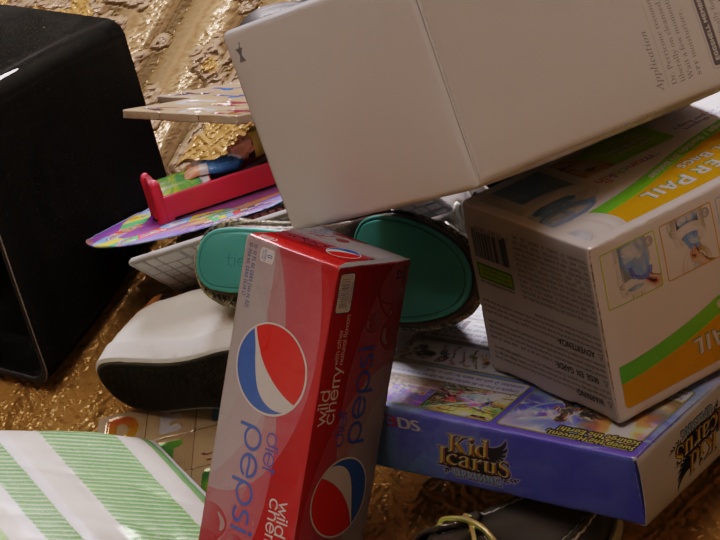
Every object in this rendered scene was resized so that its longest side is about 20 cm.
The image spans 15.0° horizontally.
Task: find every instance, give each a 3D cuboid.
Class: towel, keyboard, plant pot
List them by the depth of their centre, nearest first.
[{"bbox_3d":[-0.176,0.130,1.528,0.199,0.023,0.153,1,24,-33],"label":"towel"},{"bbox_3d":[-0.043,-0.021,1.619,0.199,0.056,0.011,-17,66,31],"label":"keyboard"},{"bbox_3d":[-0.242,-0.070,1.788,0.199,0.200,0.177,10,37,38],"label":"plant pot"}]

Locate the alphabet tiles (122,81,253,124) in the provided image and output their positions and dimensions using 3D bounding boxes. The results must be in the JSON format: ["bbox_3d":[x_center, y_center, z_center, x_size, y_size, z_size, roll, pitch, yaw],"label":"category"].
[{"bbox_3d":[-0.049,-0.112,1.770,0.167,0.008,0.200,6,13,40],"label":"alphabet tiles"}]

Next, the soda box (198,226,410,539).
[{"bbox_3d":[-0.033,0.082,1.464,0.070,0.201,0.063,19,16,36],"label":"soda box"}]

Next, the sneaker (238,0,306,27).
[{"bbox_3d":[-0.018,-0.152,1.777,0.199,0.060,0.104,-2,18,-37],"label":"sneaker"}]

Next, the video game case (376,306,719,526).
[{"bbox_3d":[0.118,0.060,1.497,0.199,0.046,0.181,10,32,38],"label":"video game case"}]

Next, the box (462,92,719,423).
[{"bbox_3d":[0.171,-0.017,1.460,0.200,0.102,0.112,-26,28,-28],"label":"box"}]

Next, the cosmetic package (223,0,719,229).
[{"bbox_3d":[0.069,-0.116,1.466,0.199,0.123,0.199,-21,5,-29],"label":"cosmetic package"}]

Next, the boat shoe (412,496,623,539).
[{"bbox_3d":[0.049,0.165,1.430,0.201,0.061,0.072,-34,37,-12],"label":"boat shoe"}]

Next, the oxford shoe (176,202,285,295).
[{"bbox_3d":[-0.019,-0.022,1.707,0.199,0.071,0.074,-17,16,5],"label":"oxford shoe"}]

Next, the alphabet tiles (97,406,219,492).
[{"bbox_3d":[-0.083,0.114,1.613,0.166,0.006,0.200,-15,38,13],"label":"alphabet tiles"}]

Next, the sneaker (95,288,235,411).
[{"bbox_3d":[-0.063,0.039,1.625,0.199,0.073,0.085,4,48,35],"label":"sneaker"}]

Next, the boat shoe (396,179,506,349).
[{"bbox_3d":[0.070,-0.030,1.621,0.200,0.072,0.066,-45,0,-18],"label":"boat shoe"}]

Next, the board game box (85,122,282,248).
[{"bbox_3d":[-0.086,-0.065,1.733,0.158,0.039,0.200,-10,12,36],"label":"board game box"}]

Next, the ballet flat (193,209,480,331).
[{"bbox_3d":[0.000,0.000,1.563,0.199,0.075,0.068,3,84,33],"label":"ballet flat"}]
